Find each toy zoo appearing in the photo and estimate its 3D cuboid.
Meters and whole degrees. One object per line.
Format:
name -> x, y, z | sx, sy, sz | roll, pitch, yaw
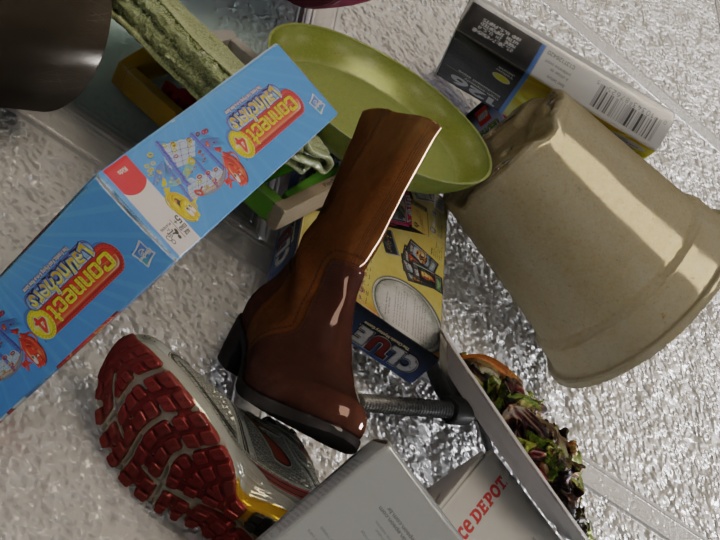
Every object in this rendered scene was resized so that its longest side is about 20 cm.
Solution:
toy zoo -> -0.092, -0.119, 0.987 | 0.200, 0.021, 0.131 | 41, 37, 13

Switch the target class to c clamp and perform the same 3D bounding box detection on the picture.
c clamp -> 0.027, 0.078, 0.984 | 0.199, 0.027, 0.172 | 16, 49, -41

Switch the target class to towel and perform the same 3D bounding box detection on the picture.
towel -> -0.107, -0.144, 0.903 | 0.200, 0.037, 0.148 | 44, 5, 21

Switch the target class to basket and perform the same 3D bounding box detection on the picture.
basket -> -0.259, -0.167, 0.789 | 0.199, 0.136, 0.181 | 9, 41, -48

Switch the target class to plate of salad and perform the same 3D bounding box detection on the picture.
plate of salad -> 0.121, 0.117, 0.945 | 0.201, 0.048, 0.200 | 55, 2, -3

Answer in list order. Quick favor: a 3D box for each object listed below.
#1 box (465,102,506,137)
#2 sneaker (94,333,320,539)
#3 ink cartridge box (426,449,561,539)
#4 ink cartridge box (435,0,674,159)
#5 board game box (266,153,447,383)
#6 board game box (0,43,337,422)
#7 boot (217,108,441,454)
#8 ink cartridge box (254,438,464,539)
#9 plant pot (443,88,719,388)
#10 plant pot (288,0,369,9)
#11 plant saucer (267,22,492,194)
box -> 0.197, -0.113, 1.332 | 0.199, 0.035, 0.110 | -3, 62, -49
sneaker -> -0.082, 0.117, 0.801 | 0.200, 0.078, 0.082 | 52, 28, -14
ink cartridge box -> 0.090, 0.241, 0.865 | 0.200, 0.084, 0.146 | 52, 35, 1
ink cartridge box -> 0.163, -0.152, 1.188 | 0.197, 0.200, 0.047 | 30, 81, 1
board game box -> 0.003, -0.023, 1.016 | 0.135, 0.035, 0.200 | 35, 33, -19
board game box -> -0.128, -0.019, 0.748 | 0.056, 0.196, 0.200 | 48, 36, -6
boot -> 0.000, 0.000, 0.816 | 0.068, 0.201, 0.188 | 31, 2, -17
ink cartridge box -> -0.004, 0.233, 0.742 | 0.200, 0.041, 0.200 | -38, 96, -15
plant pot -> 0.174, -0.038, 1.093 | 0.183, 0.200, 0.201 | 45, 36, -14
plant pot -> -0.078, -0.307, 1.077 | 0.178, 0.200, 0.201 | -17, 72, -36
plant saucer -> 0.010, -0.119, 1.025 | 0.199, 0.031, 0.200 | 27, 27, -15
